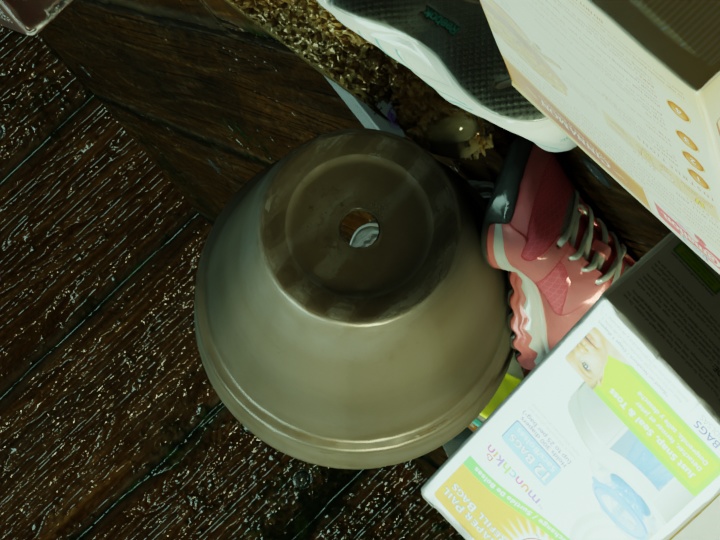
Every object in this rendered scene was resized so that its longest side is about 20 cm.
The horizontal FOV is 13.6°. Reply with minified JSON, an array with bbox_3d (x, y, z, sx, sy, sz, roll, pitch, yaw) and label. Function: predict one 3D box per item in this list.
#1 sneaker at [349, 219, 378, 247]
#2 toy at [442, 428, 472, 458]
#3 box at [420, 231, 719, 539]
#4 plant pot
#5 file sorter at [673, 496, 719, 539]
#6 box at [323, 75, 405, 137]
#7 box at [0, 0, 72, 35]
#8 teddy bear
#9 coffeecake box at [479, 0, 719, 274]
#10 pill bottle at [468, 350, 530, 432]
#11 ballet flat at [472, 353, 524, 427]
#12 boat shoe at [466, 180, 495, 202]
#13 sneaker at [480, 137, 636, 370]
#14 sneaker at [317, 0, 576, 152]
[{"bbox_3d":[0.093,0.016,2.136,0.200,0.073,0.085,36,-152,17],"label":"sneaker"},{"bbox_3d":[0.112,0.152,2.016,0.114,0.047,0.200,7,-155,-21],"label":"toy"},{"bbox_3d":[0.137,0.081,1.540,0.113,0.101,0.200,47,137,6],"label":"box"},{"bbox_3d":[0.000,0.000,1.755,0.200,0.200,0.174,46,167,11],"label":"plant pot"},{"bbox_3d":[0.183,0.152,1.727,0.200,0.138,0.125,48,-148,-13],"label":"file sorter"},{"bbox_3d":[-0.030,-0.163,1.871,0.200,0.039,0.041,50,174,-25],"label":"box"},{"bbox_3d":[-0.220,-0.268,1.923,0.164,0.166,0.200,48,174,-15],"label":"box"},{"bbox_3d":[0.003,-0.137,1.771,0.200,0.067,0.145,38,180,23],"label":"teddy bear"},{"bbox_3d":[0.115,-0.094,1.172,0.153,0.073,0.200,44,173,26],"label":"coffeecake box"},{"bbox_3d":[0.154,0.103,1.950,0.200,0.112,0.112,41,171,44],"label":"pill bottle"},{"bbox_3d":[0.057,0.045,1.941,0.067,0.067,0.200,25,-172,-43],"label":"ballet flat"},{"bbox_3d":[0.081,-0.021,1.919,0.200,0.072,0.069,-125,23,-56],"label":"boat shoe"},{"bbox_3d":[0.127,-0.009,1.741,0.086,0.074,0.201,9,149,21],"label":"sneaker"},{"bbox_3d":[0.039,-0.123,1.528,0.200,0.070,0.080,44,176,27],"label":"sneaker"}]
